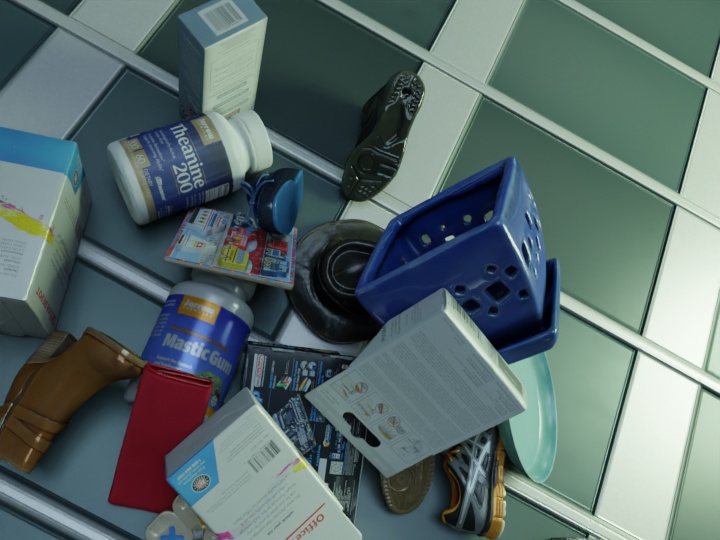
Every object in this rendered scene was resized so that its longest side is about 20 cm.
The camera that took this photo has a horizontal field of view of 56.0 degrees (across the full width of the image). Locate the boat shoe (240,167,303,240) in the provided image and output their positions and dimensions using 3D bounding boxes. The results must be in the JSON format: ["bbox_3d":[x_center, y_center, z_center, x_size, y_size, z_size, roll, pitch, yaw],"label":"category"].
[{"bbox_3d":[-0.119,-0.089,0.894,0.068,0.200,0.085,4,103,1],"label":"boat shoe"}]

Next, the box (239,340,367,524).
[{"bbox_3d":[-0.073,0.195,0.814,0.157,0.046,0.203,8,87,-12],"label":"box"}]

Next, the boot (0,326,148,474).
[{"bbox_3d":[-0.324,0.145,0.739,0.074,0.198,0.156,46,54,-34],"label":"boot"}]

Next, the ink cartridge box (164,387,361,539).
[{"bbox_3d":[-0.102,0.243,0.726,0.115,0.068,0.201,-39,106,-11],"label":"ink cartridge box"}]

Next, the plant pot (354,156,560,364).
[{"bbox_3d":[0.136,0.010,0.825,0.181,0.199,0.200,55,29,-16],"label":"plant pot"}]

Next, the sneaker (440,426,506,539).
[{"bbox_3d":[0.145,0.237,0.876,0.076,0.078,0.202,5,65,-1],"label":"sneaker"}]

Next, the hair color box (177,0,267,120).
[{"bbox_3d":[-0.190,-0.273,0.915,0.099,0.200,0.061,-36,80,-24],"label":"hair color box"}]

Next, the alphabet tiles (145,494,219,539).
[{"bbox_3d":[-0.135,0.317,0.766,0.200,0.015,0.196,-45,98,-11],"label":"alphabet tiles"}]

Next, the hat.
[{"bbox_3d":[0.000,0.000,0.925,0.198,0.081,0.203,5,67,-13],"label":"hat"}]

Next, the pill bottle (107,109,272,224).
[{"bbox_3d":[-0.223,-0.146,0.906,0.198,0.111,0.112,-24,77,-22],"label":"pill bottle"}]

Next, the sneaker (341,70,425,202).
[{"bbox_3d":[0.028,-0.196,1.021,0.075,0.114,0.201,22,93,-10],"label":"sneaker"}]

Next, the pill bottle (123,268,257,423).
[{"bbox_3d":[-0.196,0.083,0.824,0.111,0.112,0.202,20,66,-6],"label":"pill bottle"}]

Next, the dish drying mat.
[{"bbox_3d":[-0.222,0.190,0.746,0.076,0.202,0.018,16,27,-14],"label":"dish drying mat"}]

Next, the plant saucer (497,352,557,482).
[{"bbox_3d":[0.214,0.172,0.885,0.200,0.027,0.203,27,57,-53],"label":"plant saucer"}]

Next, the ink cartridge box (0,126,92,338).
[{"bbox_3d":[-0.420,-0.043,0.795,0.144,0.147,0.202,10,66,-10],"label":"ink cartridge box"}]

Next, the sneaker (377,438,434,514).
[{"bbox_3d":[0.040,0.200,0.874,0.070,0.112,0.203,-5,100,-19],"label":"sneaker"}]

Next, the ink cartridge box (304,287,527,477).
[{"bbox_3d":[0.062,0.134,0.771,0.163,0.199,0.057,48,29,-19],"label":"ink cartridge box"}]

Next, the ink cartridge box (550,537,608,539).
[{"bbox_3d":[0.347,0.408,0.872,0.197,0.050,0.110,8,67,-10],"label":"ink cartridge box"}]

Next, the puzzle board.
[{"bbox_3d":[-0.155,-0.038,0.859,0.149,0.200,0.018,13,111,-10],"label":"puzzle board"}]
